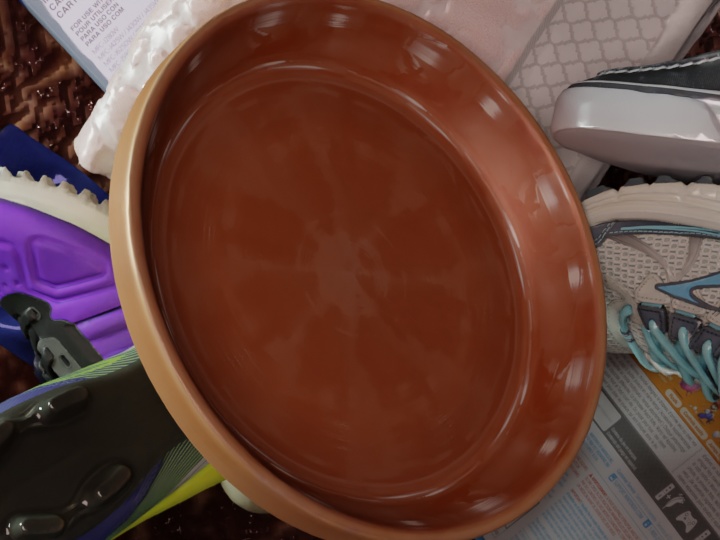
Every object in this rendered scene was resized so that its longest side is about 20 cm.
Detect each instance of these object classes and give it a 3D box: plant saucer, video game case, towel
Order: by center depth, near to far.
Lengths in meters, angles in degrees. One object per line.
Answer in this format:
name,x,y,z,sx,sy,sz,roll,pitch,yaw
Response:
plant saucer,0.000,0.000,0.792,0.032,0.200,0.201,-31,83,49
video game case,0.137,0.063,0.861,0.200,0.018,0.143,-39,40,4
towel,0.020,-0.083,0.861,0.190,0.032,0.201,29,103,-23

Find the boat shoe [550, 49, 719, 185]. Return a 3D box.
boat shoe,0.169,-0.067,0.822,0.199,0.072,0.068,2,80,14

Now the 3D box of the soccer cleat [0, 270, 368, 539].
soccer cleat,-0.065,0.051,0.803,0.199,0.084,0.065,-23,83,-32

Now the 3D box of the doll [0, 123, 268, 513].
doll,-0.101,0.028,0.920,0.200,0.048,0.137,39,83,0

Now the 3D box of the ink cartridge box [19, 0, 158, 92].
ink cartridge box,-0.065,-0.119,0.922,0.119,0.042,0.200,-44,82,-2

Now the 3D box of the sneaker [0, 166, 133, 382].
sneaker,-0.092,0.032,0.860,0.199,0.070,0.100,23,82,-2

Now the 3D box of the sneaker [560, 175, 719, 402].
sneaker,0.139,0.017,0.827,0.199,0.078,0.087,-6,55,35
